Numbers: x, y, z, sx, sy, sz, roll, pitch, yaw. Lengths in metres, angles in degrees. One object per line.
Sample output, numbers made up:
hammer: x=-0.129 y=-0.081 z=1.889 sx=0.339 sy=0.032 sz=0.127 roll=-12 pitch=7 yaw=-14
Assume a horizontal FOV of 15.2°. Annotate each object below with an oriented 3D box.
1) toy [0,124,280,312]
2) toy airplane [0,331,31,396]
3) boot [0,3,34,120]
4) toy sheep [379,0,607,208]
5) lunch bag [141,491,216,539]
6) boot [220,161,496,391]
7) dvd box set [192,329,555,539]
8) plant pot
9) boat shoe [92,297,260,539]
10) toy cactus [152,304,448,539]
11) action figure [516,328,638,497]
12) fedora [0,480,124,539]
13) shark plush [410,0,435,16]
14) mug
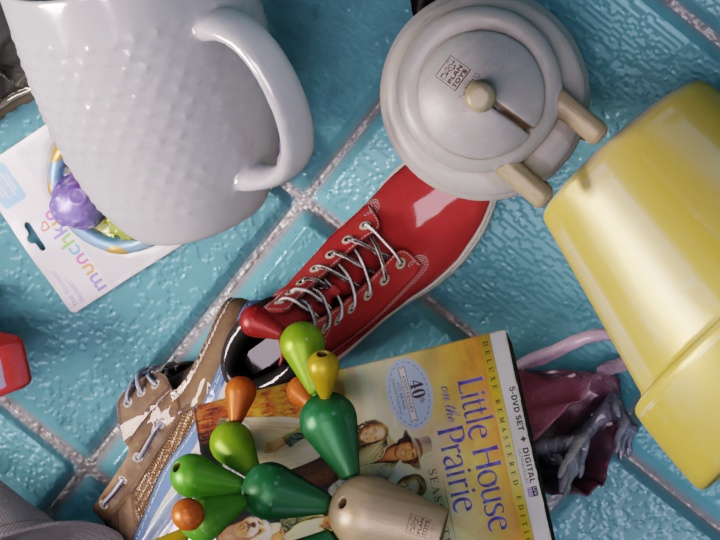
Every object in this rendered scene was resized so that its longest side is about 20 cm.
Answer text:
toy: x=-0.149 y=-0.061 z=1.743 sx=0.200 sy=0.047 sz=0.115 roll=-32 pitch=97 yaw=19
toy airplane: x=-0.342 y=0.069 z=1.779 sx=0.200 sy=0.141 sz=0.199 roll=40 pitch=112 yaw=-3
boot: x=-0.277 y=-0.147 z=1.662 sx=0.182 sy=0.200 sz=0.073 roll=-30 pitch=66 yaw=18
toy sheep: x=0.076 y=-0.102 z=1.603 sx=0.137 sy=0.200 sz=0.138 roll=0 pitch=90 yaw=0
lunch bag: x=-0.087 y=0.226 z=1.754 sx=0.127 sy=0.169 sz=0.200 roll=46 pitch=113 yaw=16
boot: x=0.000 y=0.000 z=1.676 sx=0.072 sy=0.144 sz=0.200 roll=46 pitch=108 yaw=7
dvd box set: x=0.008 y=0.128 z=1.624 sx=0.199 sy=0.029 sz=0.147 roll=-13 pitch=70 yaw=7
plant pot: x=0.218 y=-0.003 z=1.617 sx=0.201 sy=0.201 sz=0.189 roll=-45 pitch=79 yaw=21
boat shoe: x=-0.123 y=0.098 z=1.779 sx=0.072 sy=0.072 sz=0.200 roll=28 pitch=108 yaw=10
toy cactus: x=-0.031 y=0.127 z=1.575 sx=0.165 sy=0.102 sz=0.200 roll=14 pitch=68 yaw=6
action figure: x=0.064 y=0.088 z=1.718 sx=0.200 sy=0.134 sz=0.149 roll=10 pitch=77 yaw=35
fedora: x=-0.250 y=0.208 z=1.809 sx=0.177 sy=0.090 sz=0.200 roll=-17 pitch=139 yaw=-24
shark plush: x=0.006 y=-0.209 z=1.636 sx=0.200 sy=0.091 sz=0.083 roll=42 pitch=116 yaw=-6
mug: x=-0.104 y=-0.108 z=1.608 sx=0.200 sy=0.148 sz=0.176 roll=12 pitch=127 yaw=46
